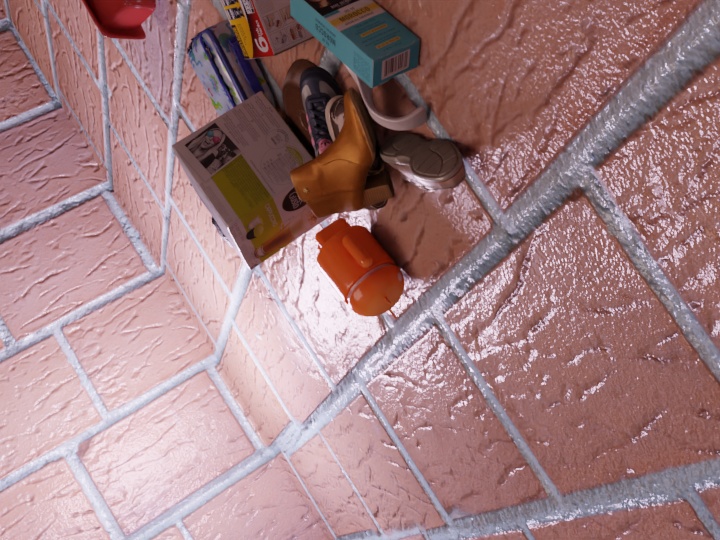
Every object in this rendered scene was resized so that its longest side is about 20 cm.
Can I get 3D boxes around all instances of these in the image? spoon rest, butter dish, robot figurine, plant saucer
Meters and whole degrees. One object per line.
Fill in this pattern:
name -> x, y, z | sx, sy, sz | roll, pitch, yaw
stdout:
spoon rest -> 0.011, -0.272, 1.312 | 0.200, 0.061, 0.099 | 49, 176, 23
butter dish -> -0.512, -0.614, 1.965 | 0.200, 0.148, 0.200 | 61, -160, -3
robot figurine -> 0.001, 0.001, 1.626 | 0.200, 0.116, 0.144 | 51, 130, 24
plant saucer -> -0.082, -0.264, 1.581 | 0.200, 0.037, 0.201 | 48, 155, 31

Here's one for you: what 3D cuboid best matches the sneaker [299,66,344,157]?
sneaker -> -0.051, -0.226, 1.470 | 0.082, 0.070, 0.200 | -74, -33, -59

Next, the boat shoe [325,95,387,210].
boat shoe -> 0.005, -0.181, 1.448 | 0.059, 0.072, 0.200 | 19, 135, 52

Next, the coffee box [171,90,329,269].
coffee box -> -0.193, -0.164, 1.687 | 0.200, 0.198, 0.200 | 53, 171, 20

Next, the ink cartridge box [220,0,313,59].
ink cartridge box -> -0.179, -0.454, 1.488 | 0.175, 0.084, 0.200 | 18, 134, 60

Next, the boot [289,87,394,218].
boot -> -0.042, -0.169, 1.382 | 0.071, 0.144, 0.202 | -86, -20, -53

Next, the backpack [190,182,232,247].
backpack -> -0.265, -0.148, 1.979 | 0.200, 0.154, 0.191 | 14, 123, 69

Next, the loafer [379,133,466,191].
loafer -> 0.098, -0.147, 1.302 | 0.063, 0.072, 0.200 | 53, 171, -30

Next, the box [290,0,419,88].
box -> -0.010, -0.338, 1.264 | 0.200, 0.082, 0.049 | 47, 154, 30

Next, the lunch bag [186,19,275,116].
lunch bag -> -0.248, -0.372, 1.754 | 0.161, 0.082, 0.200 | -1, 118, 63
